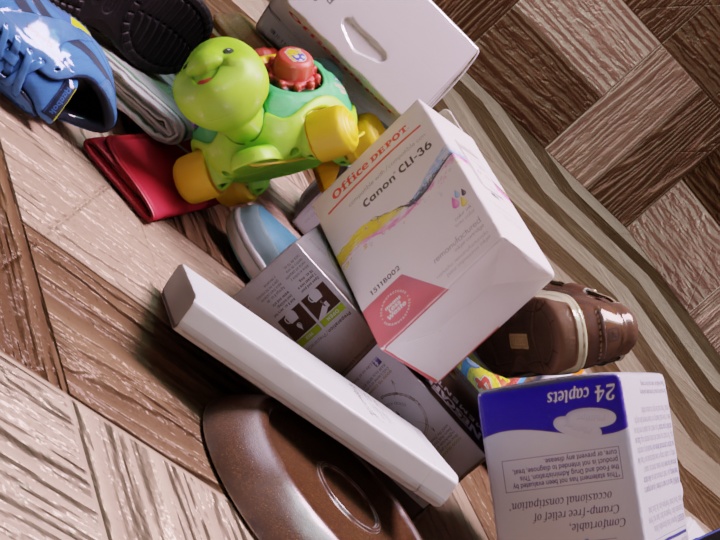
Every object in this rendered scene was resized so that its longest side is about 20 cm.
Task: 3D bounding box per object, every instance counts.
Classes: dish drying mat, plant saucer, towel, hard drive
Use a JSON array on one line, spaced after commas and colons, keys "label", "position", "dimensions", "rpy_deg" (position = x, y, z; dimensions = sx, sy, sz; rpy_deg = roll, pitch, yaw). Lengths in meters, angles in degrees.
[{"label": "dish drying mat", "position": [-0.148, -0.075, 1.380], "dimensions": [0.077, 0.018, 0.200], "rpy_deg": [50, 12, 3]}, {"label": "plant saucer", "position": [-0.016, 0.147, 1.121], "dimensions": [0.200, 0.032, 0.200], "rpy_deg": [44, 13, -13]}, {"label": "towel", "position": [-0.179, -0.153, 1.470], "dimensions": [0.149, 0.031, 0.200], "rpy_deg": [42, 9, 2]}, {"label": "hard drive", "position": [-0.035, 0.071, 1.166], "dimensions": [0.200, 0.027, 0.132], "rpy_deg": [36, 2, -13]}]

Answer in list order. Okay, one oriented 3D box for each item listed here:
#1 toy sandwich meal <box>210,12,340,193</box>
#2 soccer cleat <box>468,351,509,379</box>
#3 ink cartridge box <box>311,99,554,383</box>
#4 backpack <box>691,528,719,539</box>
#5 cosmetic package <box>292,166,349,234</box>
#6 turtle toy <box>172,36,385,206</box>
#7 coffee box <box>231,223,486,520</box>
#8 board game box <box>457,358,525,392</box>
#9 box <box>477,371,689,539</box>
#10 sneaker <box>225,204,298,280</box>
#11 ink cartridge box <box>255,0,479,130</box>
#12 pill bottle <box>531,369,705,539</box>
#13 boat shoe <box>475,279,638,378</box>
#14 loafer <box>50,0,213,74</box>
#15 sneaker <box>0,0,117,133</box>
[{"label": "toy sandwich meal", "position": [-0.076, -0.146, 1.583], "dimensions": [0.205, 0.070, 0.205], "rpy_deg": [44, 7, -6]}, {"label": "soccer cleat", "position": [0.062, 0.014, 1.470], "dimensions": [0.200, 0.065, 0.084], "rpy_deg": [42, -20, 16]}, {"label": "ink cartridge box", "position": [0.040, -0.035, 1.291], "dimensions": [0.067, 0.116, 0.200], "rpy_deg": [33, 20, -40]}, {"label": "backpack", "position": [0.300, 0.297, 1.449], "dimensions": [0.200, 0.182, 0.135], "rpy_deg": [53, 14, -44]}, {"label": "cosmetic package", "position": [0.031, -0.008, 1.680], "dimensions": [0.200, 0.074, 0.102], "rpy_deg": [45, 13, -10]}, {"label": "turtle toy", "position": [-0.073, -0.115, 1.349], "dimensions": [0.200, 0.145, 0.101], "rpy_deg": [2, 72, -73]}, {"label": "coffee box", "position": [0.004, 0.069, 1.310], "dimensions": [0.200, 0.080, 0.114], "rpy_deg": [48, 14, 0]}, {"label": "board game box", "position": [0.066, 0.023, 1.554], "dimensions": [0.196, 0.056, 0.200], "rpy_deg": [47, 37, -3]}, {"label": "box", "position": [0.165, 0.176, 1.292], "dimensions": [0.184, 0.105, 0.201], "rpy_deg": [10, 70, -71]}, {"label": "sneaker", "position": [0.000, 0.000, 1.398], "dimensions": [0.200, 0.131, 0.080], "rpy_deg": [48, 14, 0]}, {"label": "ink cartridge box", "position": [0.002, -0.183, 1.458], "dimensions": [0.147, 0.083, 0.200], "rpy_deg": [44, -6, -6]}, {"label": "pill bottle", "position": [0.203, 0.182, 1.585], "dimensions": [0.200, 0.113, 0.113], "rpy_deg": [49, 12, 3]}, {"label": "boat shoe", "position": [0.137, 0.040, 1.304], "dimensions": [0.202, 0.075, 0.075], "rpy_deg": [-155, -121, -72]}, {"label": "loafer", "position": [-0.188, -0.216, 1.396], "dimensions": [0.071, 0.073, 0.200], "rpy_deg": [47, 10, 36]}, {"label": "sneaker", "position": [-0.228, -0.148, 1.217], "dimensions": [0.200, 0.066, 0.079], "rpy_deg": [31, 24, -55]}]
